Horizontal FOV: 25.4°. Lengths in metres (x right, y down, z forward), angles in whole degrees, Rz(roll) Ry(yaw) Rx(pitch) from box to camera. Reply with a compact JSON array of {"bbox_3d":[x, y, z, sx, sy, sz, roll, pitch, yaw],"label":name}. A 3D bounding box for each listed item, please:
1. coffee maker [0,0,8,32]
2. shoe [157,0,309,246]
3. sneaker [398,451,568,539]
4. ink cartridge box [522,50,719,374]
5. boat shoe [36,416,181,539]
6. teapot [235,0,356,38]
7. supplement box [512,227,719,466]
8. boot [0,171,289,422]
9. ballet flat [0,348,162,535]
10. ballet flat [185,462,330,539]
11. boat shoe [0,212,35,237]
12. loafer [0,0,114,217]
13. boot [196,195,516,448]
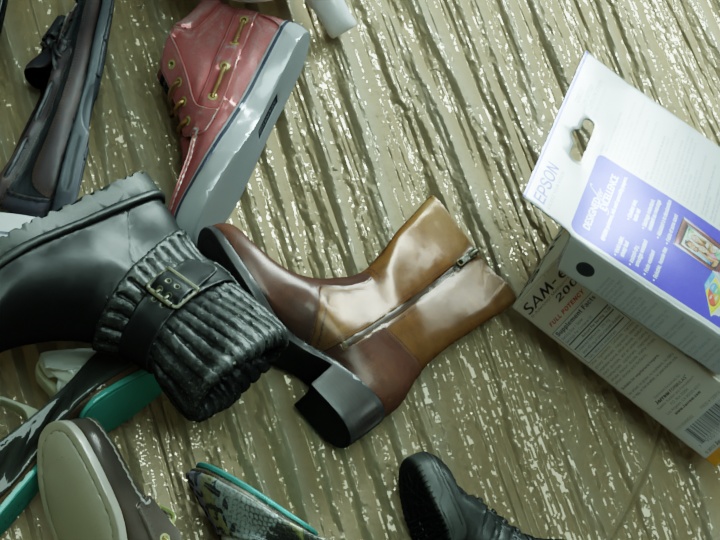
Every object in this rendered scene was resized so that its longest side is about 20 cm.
[{"bbox_3d":[-0.340,-0.233,1.112,0.198,0.135,0.194,10,61,-17],"label":"coffee maker"},{"bbox_3d":[-0.116,-0.114,1.181,0.090,0.072,0.201,21,63,8],"label":"shoe"},{"bbox_3d":[0.109,0.207,1.111,0.103,0.060,0.202,-20,78,-27],"label":"sneaker"},{"bbox_3d":[0.216,-0.047,1.193,0.199,0.043,0.199,35,44,-5],"label":"ink cartridge box"},{"bbox_3d":[-0.141,0.181,1.003,0.059,0.072,0.202,-24,92,-44],"label":"boat shoe"},{"bbox_3d":[-0.077,-0.272,1.194,0.198,0.198,0.147,-8,61,-28],"label":"teapot"},{"bbox_3d":[0.230,0.035,1.221,0.199,0.074,0.126,38,45,1],"label":"supplement box"},{"bbox_3d":[-0.157,0.039,0.998,0.210,0.080,0.158,-33,78,-34],"label":"boot"},{"bbox_3d":[-0.202,0.094,1.043,0.068,0.068,0.200,40,57,12],"label":"ballet flat"},{"bbox_3d":[-0.035,0.198,1.055,0.199,0.072,0.073,27,58,-5],"label":"ballet flat"},{"bbox_3d":[-0.219,0.011,1.077,0.198,0.071,0.071,9,59,-24],"label":"boat shoe"},{"bbox_3d":[-0.219,-0.129,1.146,0.062,0.072,0.202,11,64,-11],"label":"loafer"},{"bbox_3d":[0.000,0.000,1.165,0.188,0.069,0.200,46,57,6],"label":"boot"}]
